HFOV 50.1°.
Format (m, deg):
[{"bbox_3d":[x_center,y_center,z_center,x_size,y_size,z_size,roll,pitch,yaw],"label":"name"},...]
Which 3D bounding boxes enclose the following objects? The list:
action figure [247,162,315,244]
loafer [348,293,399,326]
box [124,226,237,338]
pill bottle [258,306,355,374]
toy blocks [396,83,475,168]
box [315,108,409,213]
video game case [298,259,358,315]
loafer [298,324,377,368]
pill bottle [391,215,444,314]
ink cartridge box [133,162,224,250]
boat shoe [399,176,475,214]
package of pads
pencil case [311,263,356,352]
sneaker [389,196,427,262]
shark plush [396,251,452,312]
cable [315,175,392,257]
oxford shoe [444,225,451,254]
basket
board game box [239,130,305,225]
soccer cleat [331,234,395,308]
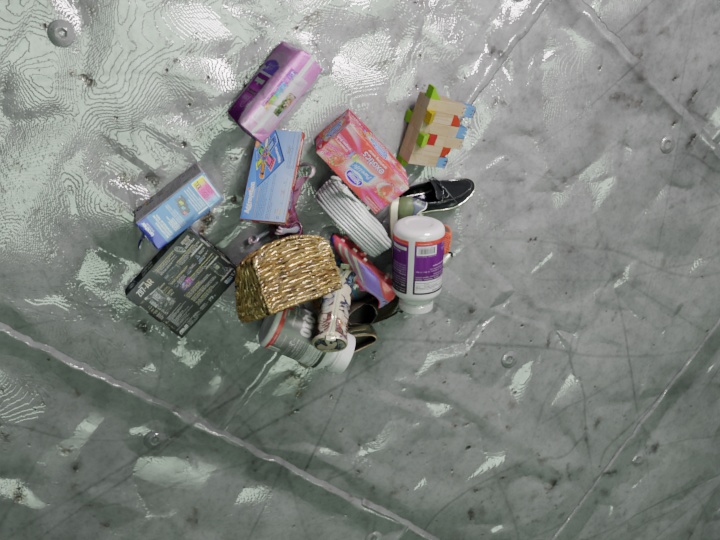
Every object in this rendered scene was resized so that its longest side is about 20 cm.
[{"bbox_3d":[-0.166,-0.121,1.682,0.149,0.133,0.201,-33,119,-37],"label":"action figure"},{"bbox_3d":[0.025,0.099,1.815,0.199,0.071,0.073,-16,111,-32],"label":"loafer"},{"bbox_3d":[-0.382,0.024,1.669,0.200,0.044,0.160,-48,117,1],"label":"box"},{"bbox_3d":[-0.119,0.152,1.741,0.199,0.114,0.114,25,99,-17],"label":"pill bottle"},{"bbox_3d":[0.176,-0.312,1.735,0.136,0.100,0.201,4,119,-31],"label":"toy blocks"},{"bbox_3d":[0.004,-0.235,1.672,0.102,0.095,0.200,-36,117,19],"label":"box"},{"bbox_3d":[-0.108,0.078,1.806,0.199,0.018,0.144,-26,115,-10],"label":"video game case"},{"bbox_3d":[-0.053,0.182,1.838,0.199,0.063,0.072,-24,117,-11],"label":"loafer"},{"bbox_3d":[0.125,-0.011,1.687,0.112,0.113,0.201,-8,117,-18],"label":"pill bottle"},{"bbox_3d":[-0.383,-0.123,1.563,0.200,0.136,0.077,-37,112,-4],"label":"ink cartridge box"},{"bbox_3d":[0.177,-0.177,1.783,0.199,0.075,0.062,-15,148,-11],"label":"boat shoe"},{"bbox_3d":[-0.177,-0.363,1.561,0.076,0.120,0.200,38,93,-33],"label":"package of pads"},{"bbox_3d":[-0.056,0.085,1.688,0.077,0.201,0.090,5,145,4],"label":"pencil case"},{"bbox_3d":[0.115,-0.084,1.760,0.089,0.067,0.201,3,133,9],"label":"sneaker"},{"bbox_3d":[0.142,0.006,1.808,0.091,0.083,0.201,-3,116,-54],"label":"shark plush"},{"bbox_3d":[-0.013,-0.113,1.669,0.069,0.200,0.200,-42,94,4],"label":"cable"},{"bbox_3d":[0.165,-0.015,1.858,0.071,0.073,0.201,24,86,12],"label":"oxford shoe"},{"bbox_3d":[-0.165,0.011,1.608,0.199,0.149,0.144,-20,90,-35],"label":"basket"},{"bbox_3d":[-0.182,-0.194,1.597,0.102,0.019,0.201,6,77,15],"label":"board game box"},{"bbox_3d":[0.000,0.000,1.764,0.200,0.067,0.077,41,107,-2],"label":"soccer cleat"}]
